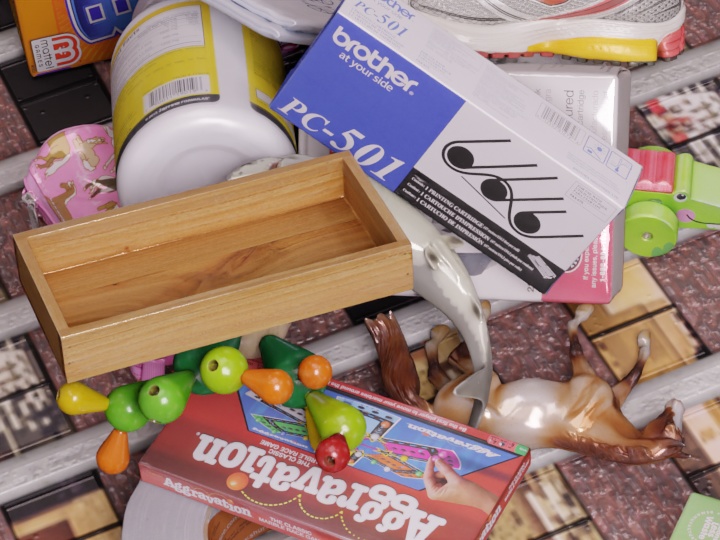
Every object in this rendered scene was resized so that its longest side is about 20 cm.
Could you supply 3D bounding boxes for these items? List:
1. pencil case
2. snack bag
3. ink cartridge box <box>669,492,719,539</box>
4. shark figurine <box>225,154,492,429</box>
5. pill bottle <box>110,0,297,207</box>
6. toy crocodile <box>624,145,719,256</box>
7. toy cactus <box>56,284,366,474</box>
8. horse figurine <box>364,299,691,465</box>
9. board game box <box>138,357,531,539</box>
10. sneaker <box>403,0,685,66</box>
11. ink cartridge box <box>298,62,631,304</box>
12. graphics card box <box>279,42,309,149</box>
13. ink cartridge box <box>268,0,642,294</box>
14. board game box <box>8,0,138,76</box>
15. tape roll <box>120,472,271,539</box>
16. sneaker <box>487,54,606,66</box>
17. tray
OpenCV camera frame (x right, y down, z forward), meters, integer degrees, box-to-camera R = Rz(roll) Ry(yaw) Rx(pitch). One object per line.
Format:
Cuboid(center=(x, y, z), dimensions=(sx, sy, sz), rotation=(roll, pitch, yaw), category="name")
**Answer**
Cuboid(center=(-0.141, -0.006, 1.688), dimensions=(0.087, 0.083, 0.200), rotation=(-39, 52, 2), category="pencil case")
Cuboid(center=(-0.058, -0.184, 1.718), dimensions=(0.200, 0.021, 0.188), rotation=(31, 18, 34), category="snack bag")
Cuboid(center=(0.255, 0.208, 1.460), dimensions=(0.200, 0.067, 0.117), rotation=(15, 50, 19), category="ink cartridge box")
Cuboid(center=(0.020, 0.008, 1.598), dimensions=(0.214, 0.090, 0.128), rotation=(48, 47, 6), category="shark figurine")
Cuboid(center=(-0.100, -0.104, 1.682), dimensions=(0.112, 0.112, 0.200), rotation=(-7, 36, -1), category="pill bottle")
Cuboid(center=(0.150, -0.057, 1.721), dimensions=(0.200, 0.062, 0.068), rotation=(7, 48, 11), category="toy crocodile")
Cuboid(center=(-0.076, 0.053, 1.524), dimensions=(0.200, 0.102, 0.165), rotation=(11, 30, 20), category="toy cactus")
Cuboid(center=(0.099, 0.072, 1.616), dimensions=(0.200, 0.050, 0.133), rotation=(3, 42, 5), category="horse figurine")
Cuboid(center=(-0.015, 0.110, 1.522), dimensions=(0.200, 0.019, 0.103), rotation=(18, 52, 21), category="board game box")
Cuboid(center=(0.107, -0.179, 1.694), dimensions=(0.200, 0.082, 0.078), rotation=(1, 17, -4), category="sneaker")
Cuboid(center=(0.063, -0.057, 1.663), dimensions=(0.200, 0.146, 0.085), rotation=(2, 7, 11), category="ink cartridge box")
Cuboid(center=(-0.010, -0.125, 1.808), dimensions=(0.125, 0.051, 0.200), rotation=(17, 50, 21), category="graphics card box")
Cuboid(center=(0.055, -0.078, 1.561), dimensions=(0.200, 0.094, 0.044), rotation=(35, 45, -5), category="ink cartridge box")
Cuboid(center=(-0.168, -0.293, 1.876), dimensions=(0.200, 0.200, 0.200), rotation=(-14, 48, -8), category="board game box")
Cuboid(center=(-0.034, 0.164, 1.530), dimensions=(0.200, 0.066, 0.200), rotation=(-2, 46, 2), category="tape roll")
Cuboid(center=(0.091, -0.161, 1.773), dimensions=(0.080, 0.076, 0.200), rotation=(-18, 61, -34), category="sneaker")
Cuboid(center=(-0.081, -0.004, 1.480), dimensions=(0.200, 0.037, 0.099), rotation=(-14, 39, -16), category="tray")
